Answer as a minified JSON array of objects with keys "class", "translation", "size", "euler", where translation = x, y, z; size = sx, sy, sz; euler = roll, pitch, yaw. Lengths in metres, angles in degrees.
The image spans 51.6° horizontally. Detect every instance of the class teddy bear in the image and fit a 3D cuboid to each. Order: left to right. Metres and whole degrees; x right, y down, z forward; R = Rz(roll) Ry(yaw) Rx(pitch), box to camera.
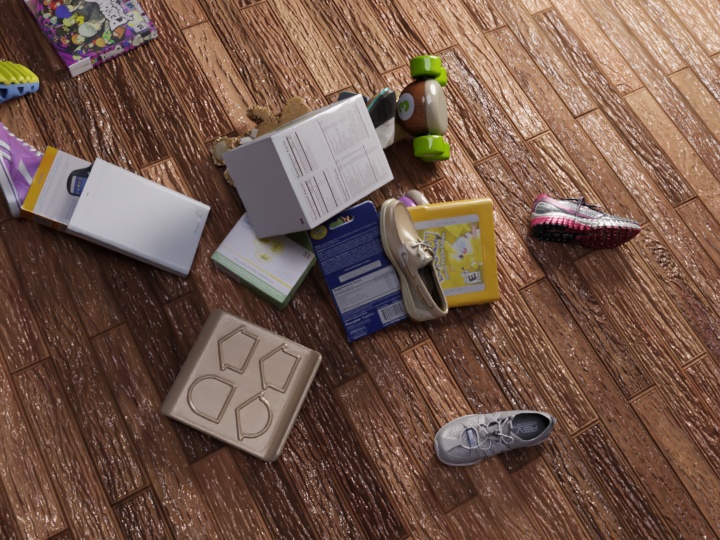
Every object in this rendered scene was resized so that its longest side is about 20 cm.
[{"class":"teddy bear","translation":[-0.168,-0.225,1.328],"size":[0.144,0.067,0.200],"euler":[36,73,18]}]

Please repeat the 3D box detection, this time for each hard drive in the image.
[{"class":"hard drive","translation":[-0.358,-0.085,1.217],"size":[0.198,0.026,0.133],"euler":[23,64,-20]}]

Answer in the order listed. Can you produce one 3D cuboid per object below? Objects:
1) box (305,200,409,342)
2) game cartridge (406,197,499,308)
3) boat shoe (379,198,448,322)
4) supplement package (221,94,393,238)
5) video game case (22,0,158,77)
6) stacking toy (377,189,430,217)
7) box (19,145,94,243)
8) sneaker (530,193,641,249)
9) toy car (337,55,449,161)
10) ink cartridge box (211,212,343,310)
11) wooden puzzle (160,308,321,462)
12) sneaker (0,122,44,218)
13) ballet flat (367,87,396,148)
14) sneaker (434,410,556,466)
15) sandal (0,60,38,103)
[{"class":"box","translation":[0.000,0.000,1.202],"size":[0.120,0.032,0.202],"euler":[-21,100,0]},{"class":"game cartridge","translation":[0.130,-0.022,1.247],"size":[0.197,0.032,0.179],"euler":[-8,99,-12]},{"class":"boat shoe","translation":[0.088,-0.019,1.175],"size":[0.072,0.064,0.203],"euler":[-21,96,-48]},{"class":"supplement package","translation":[-0.083,-0.168,1.204],"size":[0.199,0.151,0.152],"euler":[-35,109,-37]},{"class":"video game case","translation":[-0.509,-0.479,1.397],"size":[0.180,0.036,0.201],"euler":[-31,74,-18]},{"class":"stacking toy","translation":[0.028,-0.059,1.270],"size":[0.198,0.086,0.086],"euler":[-29,73,-14]},{"class":"box","translation":[-0.436,-0.109,1.222],"size":[0.198,0.041,0.120],"euler":[23,63,-22]},{"class":"sneaker","translation":[0.405,-0.093,1.335],"size":[0.197,0.081,0.076],"euler":[9,64,-3]},{"class":"toy car","translation":[0.055,-0.279,1.339],"size":[0.197,0.158,0.167],"euler":[-2,91,14]},{"class":"ink cartridge box","translation":[-0.137,-0.053,1.261],"size":[0.145,0.048,0.201],"euler":[31,69,7]},{"class":"wooden puzzle","translation":[-0.182,0.178,1.158],"size":[0.198,0.046,0.187],"euler":[21,65,7]},{"class":"sneaker","translation":[-0.563,-0.192,1.253],"size":[0.113,0.073,0.202],"euler":[-24,81,-22]},{"class":"ballet flat","translation":[0.019,-0.230,1.285],"size":[0.069,0.200,0.068],"euler":[50,50,2]},{"class":"sneaker","translation":[0.209,0.248,1.158],"size":[0.197,0.082,0.076],"euler":[-12,69,-13]},{"class":"sandal","translation":[-0.656,-0.306,1.283],"size":[0.198,0.088,0.079],"euler":[-19,46,-35]}]
